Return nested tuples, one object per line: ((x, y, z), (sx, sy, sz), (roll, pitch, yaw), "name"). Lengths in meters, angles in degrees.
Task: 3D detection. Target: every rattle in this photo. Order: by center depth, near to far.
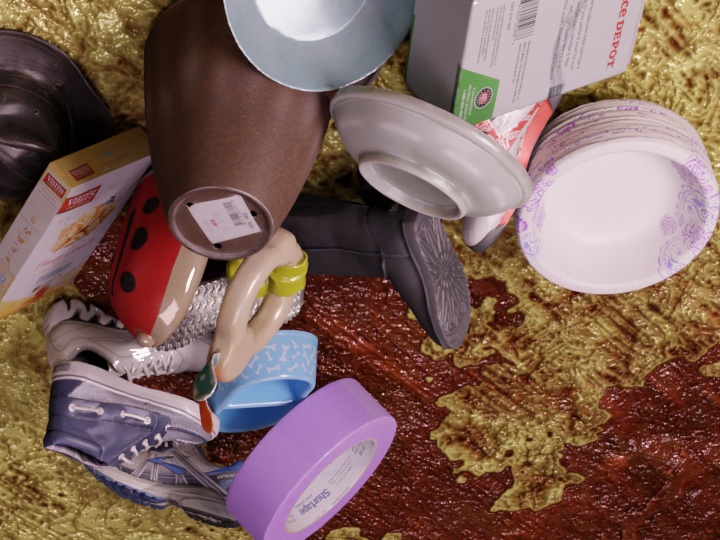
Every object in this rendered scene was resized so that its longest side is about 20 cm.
((-0.149, 0.036, 1.689), (0.142, 0.201, 0.130), (32, 168, 3), "rattle")

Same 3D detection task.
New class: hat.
((-0.330, -0.121, 1.639), (0.198, 0.081, 0.202), (-2, 134, -2), "hat")

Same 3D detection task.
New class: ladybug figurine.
((-0.190, -0.022, 1.672), (0.071, 0.202, 0.136), (22, 148, -20), "ladybug figurine")

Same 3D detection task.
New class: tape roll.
((-0.053, 0.213, 1.918), (0.200, 0.066, 0.201), (-40, 159, -19), "tape roll")

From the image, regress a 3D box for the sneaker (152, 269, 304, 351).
((-0.156, 0.025, 1.806), (0.199, 0.099, 0.070), (-11, 107, -33), "sneaker")

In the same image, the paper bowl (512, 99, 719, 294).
((0.244, -0.081, 1.724), (0.198, 0.105, 0.202), (-3, 134, -3), "paper bowl")

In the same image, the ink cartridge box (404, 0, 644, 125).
((0.147, -0.224, 1.539), (0.198, 0.083, 0.148), (-20, 140, -26), "ink cartridge box")

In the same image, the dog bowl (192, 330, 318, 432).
((-0.109, 0.121, 1.863), (0.110, 0.050, 0.200), (-2, 158, -22), "dog bowl")

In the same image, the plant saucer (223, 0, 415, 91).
((-0.036, -0.258, 1.522), (0.199, 0.039, 0.203), (-10, 112, -26), "plant saucer")

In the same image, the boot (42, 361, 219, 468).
((-0.237, 0.168, 1.810), (0.199, 0.091, 0.072), (23, 152, -31), "boot")

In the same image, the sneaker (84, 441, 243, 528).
((-0.216, 0.226, 1.995), (0.198, 0.086, 0.077), (17, 159, 6), "sneaker")

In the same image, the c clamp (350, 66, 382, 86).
((-0.044, -0.228, 1.606), (0.170, 0.027, 0.200), (-30, 129, 20), "c clamp")

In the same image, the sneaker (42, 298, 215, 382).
((-0.236, 0.088, 1.850), (0.198, 0.082, 0.076), (6, 131, -14), "sneaker")

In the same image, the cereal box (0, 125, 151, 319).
((-0.285, -0.043, 1.685), (0.040, 0.144, 0.200), (45, 125, 8), "cereal box")

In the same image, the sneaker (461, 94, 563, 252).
((0.110, -0.124, 1.663), (0.107, 0.067, 0.203), (17, 105, -23), "sneaker")

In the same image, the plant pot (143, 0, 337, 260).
((-0.114, -0.115, 1.568), (0.185, 0.201, 0.188), (2, 138, 2), "plant pot")

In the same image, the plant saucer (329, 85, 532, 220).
((0.055, -0.092, 1.565), (0.198, 0.051, 0.200), (25, 167, 6), "plant saucer")

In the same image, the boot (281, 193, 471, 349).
((0.000, -0.001, 1.736), (0.198, 0.066, 0.166), (1, 122, 33), "boot")

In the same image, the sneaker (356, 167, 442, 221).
((0.040, -0.072, 1.744), (0.090, 0.076, 0.202), (4, 126, 2), "sneaker")
